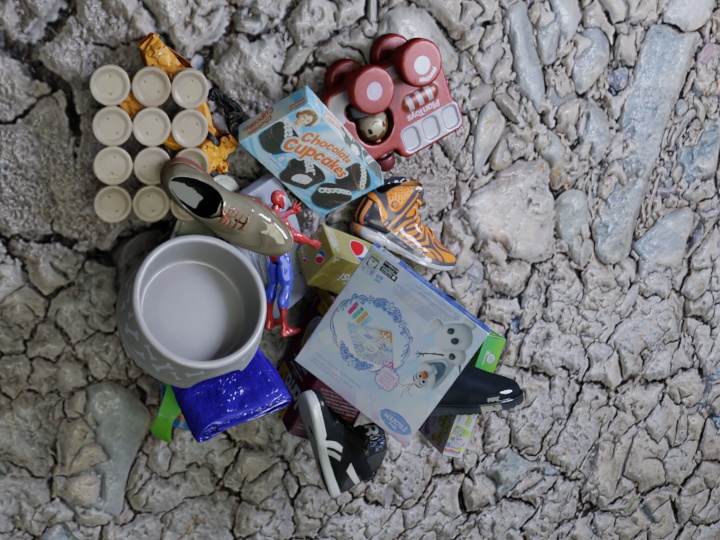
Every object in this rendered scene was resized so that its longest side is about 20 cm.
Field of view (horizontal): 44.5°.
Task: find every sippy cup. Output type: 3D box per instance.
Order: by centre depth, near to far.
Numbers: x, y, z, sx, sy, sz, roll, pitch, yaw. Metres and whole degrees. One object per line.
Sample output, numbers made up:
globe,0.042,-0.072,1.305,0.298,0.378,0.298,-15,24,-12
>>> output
sippy cup,-0.230,0.157,1.252,0.175,0.141,0.131,-14,150,-31

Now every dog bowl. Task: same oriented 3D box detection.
dog bowl,-0.210,0.046,1.132,0.197,0.059,0.204,9,65,-21

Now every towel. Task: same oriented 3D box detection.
towel,-0.195,0.116,1.179,0.146,0.201,0.050,-18,152,-34

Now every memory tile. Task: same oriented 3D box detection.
memory tile,-0.268,-0.160,1.129,0.151,0.017,0.204,-3,111,-22

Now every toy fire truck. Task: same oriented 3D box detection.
toy fire truck,0.046,-0.237,1.274,0.198,0.112,0.170,-31,118,-14

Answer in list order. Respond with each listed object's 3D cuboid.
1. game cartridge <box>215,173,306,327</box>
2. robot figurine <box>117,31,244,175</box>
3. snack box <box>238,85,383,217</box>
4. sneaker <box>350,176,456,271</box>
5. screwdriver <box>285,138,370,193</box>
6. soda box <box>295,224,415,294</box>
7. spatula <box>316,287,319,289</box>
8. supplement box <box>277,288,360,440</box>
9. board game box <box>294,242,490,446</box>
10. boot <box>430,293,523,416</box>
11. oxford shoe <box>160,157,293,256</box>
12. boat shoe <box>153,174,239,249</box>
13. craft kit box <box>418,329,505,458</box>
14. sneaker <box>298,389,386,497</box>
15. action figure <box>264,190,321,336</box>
game cartridge,-0.139,-0.028,1.269,0.133,0.040,0.203,-36,127,-37
robot figurine,-0.242,-0.205,1.167,0.145,0.058,0.201,-44,121,-7
snack box,-0.065,-0.160,1.223,0.115,0.038,0.200,-25,141,21
sneaker,0.088,-0.076,1.377,0.198,0.077,0.113,22,98,-32
screwdriver,-0.034,-0.167,1.314,0.198,0.028,0.029,-27,88,-13
soda box,0.000,0.000,1.332,0.198,0.065,0.068,20,127,-42
spatula,0.002,0.049,1.409,0.198,0.021,0.057,24,101,-31
supplement box,-0.045,0.143,1.345,0.102,0.131,0.202,20,104,-30
board game box,0.043,0.102,1.217,0.199,0.043,0.200,37,103,4
boot,0.137,0.119,1.273,0.196,0.076,0.172,-3,96,-4
oxford shoe,-0.172,-0.069,1.138,0.198,0.075,0.071,29,101,-19
boat shoe,-0.240,-0.049,1.223,0.072,0.067,0.202,40,71,-29
craft kit box,0.134,0.163,1.417,0.048,0.197,0.203,13,101,-31
sneaker,-0.020,0.232,1.284,0.110,0.073,0.203,-23,129,-15
action figure,-0.095,-0.020,1.250,0.098,0.065,0.204,-21,118,-40
